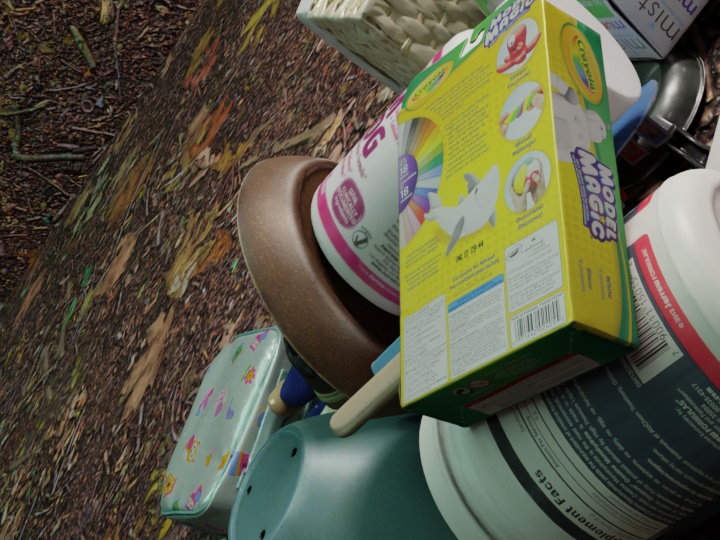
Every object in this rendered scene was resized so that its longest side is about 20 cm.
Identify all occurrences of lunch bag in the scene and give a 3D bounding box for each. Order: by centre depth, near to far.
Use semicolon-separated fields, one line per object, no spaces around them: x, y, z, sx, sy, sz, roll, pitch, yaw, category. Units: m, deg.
-0.108;0.157;1.057;0.160;0.077;0.202;-17;48;58;lunch bag

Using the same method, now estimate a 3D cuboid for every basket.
0.068;-0.222;0.977;0.137;0.199;0.123;-60;27;0;basket

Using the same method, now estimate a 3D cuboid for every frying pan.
0.194;-0.085;0.766;0.115;0.031;0.191;-47;23;33;frying pan

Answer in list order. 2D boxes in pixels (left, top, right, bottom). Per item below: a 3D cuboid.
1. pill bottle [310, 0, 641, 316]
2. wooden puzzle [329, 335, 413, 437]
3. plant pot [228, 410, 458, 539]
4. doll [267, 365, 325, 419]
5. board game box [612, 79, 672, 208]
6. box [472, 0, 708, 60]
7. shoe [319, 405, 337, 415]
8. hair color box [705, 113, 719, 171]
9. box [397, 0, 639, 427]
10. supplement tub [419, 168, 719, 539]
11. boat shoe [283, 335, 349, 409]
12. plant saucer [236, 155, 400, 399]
0.068;-0.073;0.691;0.200;0.113;0.114;-45;27;30;pill bottle
0.090;0.026;0.679;0.185;0.199;0.037;-46;67;31;wooden puzzle
-0.009;0.174;0.749;0.200;0.134;0.201;-47;26;31;plant pot
-0.010;0.070;0.915;0.048;0.137;0.200;-27;-14;-45;doll
0.134;-0.036;0.742;0.158;0.039;0.200;-52;5;-31;board game box
0.196;-0.251;0.841;0.177;0.097;0.200;-51;22;-4;box
-0.037;0.164;0.887;0.201;0.053;0.070;-55;-19;13;shoe
0.263;-0.119;0.608;0.109;0.064;0.202;-16;51;61;hair color box
0.068;-0.038;0.548;0.117;0.048;0.202;-32;49;45;box
0.137;0.060;0.561;0.200;0.139;0.141;-44;27;35;supplement tub
-0.023;0.006;0.820;0.073;0.065;0.201;-32;37;19;boat shoe
0.000;0.000;0.766;0.034;0.200;0.202;-34;33;30;plant saucer
